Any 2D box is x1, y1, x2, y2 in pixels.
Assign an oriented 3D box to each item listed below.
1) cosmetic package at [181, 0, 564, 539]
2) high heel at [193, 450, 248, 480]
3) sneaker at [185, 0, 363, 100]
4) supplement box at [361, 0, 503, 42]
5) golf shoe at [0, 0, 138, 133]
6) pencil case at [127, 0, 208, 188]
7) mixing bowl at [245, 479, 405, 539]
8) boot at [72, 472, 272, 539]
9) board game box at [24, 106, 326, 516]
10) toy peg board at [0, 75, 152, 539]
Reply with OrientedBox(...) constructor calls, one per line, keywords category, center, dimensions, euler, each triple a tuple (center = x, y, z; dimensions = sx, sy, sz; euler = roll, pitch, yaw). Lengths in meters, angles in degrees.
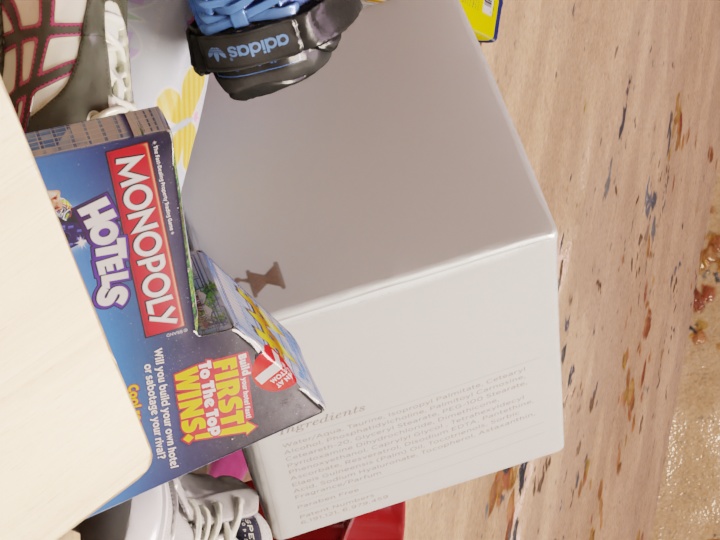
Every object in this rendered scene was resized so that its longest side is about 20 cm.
OrientedBox(category="cosmetic package", center=(0.000, 0.000, 1.189), dimensions=(0.201, 0.165, 0.168), euler=(81, -9, -55))
OrientedBox(category="high heel", center=(-0.073, 0.125, 1.338), dimensions=(0.096, 0.067, 0.201), euler=(37, 44, -32))
OrientedBox(category="sneaker", center=(-0.049, -0.126, 0.998), dimensions=(0.200, 0.076, 0.112), euler=(-52, 133, -76))
OrientedBox(category="supplement box", center=(0.018, -0.209, 1.446), dimensions=(0.200, 0.108, 0.110), euler=(4, 95, -73))
OrientedBox(category="golf shoe", center=(-0.122, -0.089, 1.007), dimensions=(0.201, 0.088, 0.077), euler=(-66, 160, 5))
OrientedBox(category="pencil case", center=(-0.118, -0.074, 1.084), dimensions=(0.083, 0.090, 0.202), euler=(39, 63, -65))
OrientedBox(category="mixing bowl", center=(-0.052, 0.200, 1.395), dimensions=(0.200, 0.108, 0.202), euler=(13, 90, -76))
OrientedBox(category="boot", center=(-0.086, 0.119, 1.147), dimensions=(0.200, 0.095, 0.074), euler=(-155, -100, -77))
OrientedBox(category="board game box", center=(-0.119, 0.023, 0.960), dimensions=(0.062, 0.198, 0.201), euler=(-119, -160, -52))
OrientedBox(category="toy peg board", center=(-0.203, 0.030, 0.809), dimensions=(0.200, 0.098, 0.200), euler=(-36, 123, -27))
